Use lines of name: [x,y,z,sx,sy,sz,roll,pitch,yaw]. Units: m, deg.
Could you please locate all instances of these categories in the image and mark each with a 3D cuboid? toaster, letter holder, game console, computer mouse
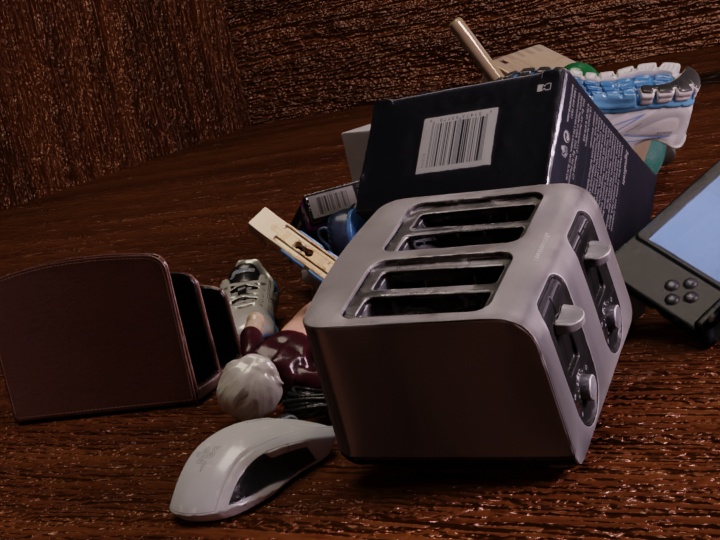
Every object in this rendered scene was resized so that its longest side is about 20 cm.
toaster: [0.069,0.037,0.910,0.198,0.120,0.181,-4,28,27]
letter holder: [-0.228,0.047,1.247,0.198,0.144,0.101,-9,12,23]
game console: [0.297,-0.053,1.012,0.200,0.117,0.176,-39,45,-13]
computer mouse: [-0.057,0.118,0.964,0.109,0.044,0.199,-3,15,38]

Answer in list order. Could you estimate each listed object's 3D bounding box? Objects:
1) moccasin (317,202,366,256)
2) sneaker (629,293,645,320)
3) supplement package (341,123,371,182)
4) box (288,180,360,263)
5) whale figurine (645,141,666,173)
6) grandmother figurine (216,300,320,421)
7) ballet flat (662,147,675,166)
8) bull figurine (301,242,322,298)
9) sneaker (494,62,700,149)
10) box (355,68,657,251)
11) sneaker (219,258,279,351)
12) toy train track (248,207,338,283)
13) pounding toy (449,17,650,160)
moccasin: [0.000,0.000,1.287,0.067,0.081,0.200,-3,-23,18]
sneaker: [0.166,0.018,1.151,0.114,0.076,0.200,-13,20,-24]
supplement package: [0.092,-0.104,1.575,0.110,0.157,0.199,-20,13,-35]
box: [-0.003,-0.059,1.452,0.142,0.036,0.200,-16,-9,-13]
whale figurine: [0.284,-0.123,1.665,0.199,0.104,0.159,-36,5,16]
grandmother figurine: [-0.052,0.072,1.154,0.120,0.061,0.200,10,24,28]
ballet flat: [0.344,-0.151,1.794,0.064,0.068,0.200,-44,17,-9]
bull figurine: [0.028,-0.019,1.432,0.121,0.066,0.199,-20,2,-44]
sneaker: [0.207,-0.136,1.246,0.198,0.087,0.075,1,35,9]
box: [0.134,-0.069,1.224,0.195,0.119,0.200,-5,-26,35]
sneaker: [-0.117,0.036,1.358,0.071,0.073,0.200,-12,13,-1]
toy train track: [-0.016,0.013,1.173,0.199,0.033,0.115,36,66,23]
pounding toy: [0.178,-0.139,1.370,0.183,0.202,0.142,32,36,28]
